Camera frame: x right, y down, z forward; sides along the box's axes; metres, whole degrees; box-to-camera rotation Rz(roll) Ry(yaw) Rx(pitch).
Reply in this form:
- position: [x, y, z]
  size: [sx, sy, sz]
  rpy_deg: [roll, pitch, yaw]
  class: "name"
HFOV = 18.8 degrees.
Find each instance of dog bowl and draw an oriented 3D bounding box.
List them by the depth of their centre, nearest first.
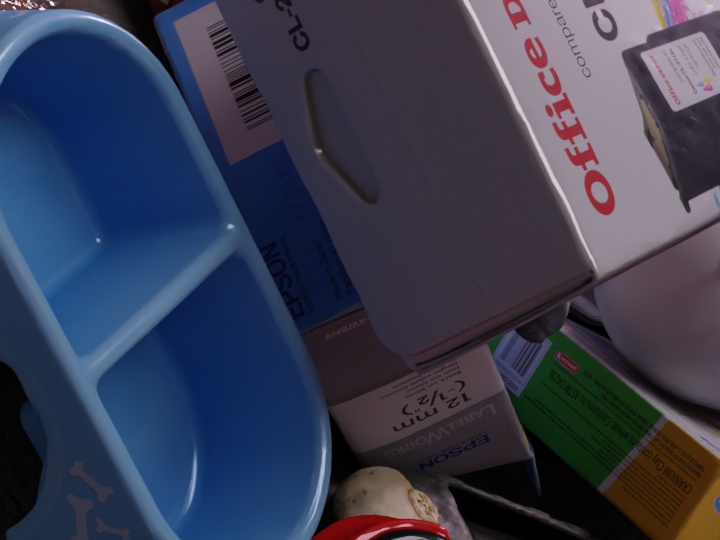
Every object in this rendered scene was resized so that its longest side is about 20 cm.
- position: [-0.073, 0.013, 0.639]
  size: [0.111, 0.049, 0.201]
  rpy_deg: [-45, 115, -47]
  class: "dog bowl"

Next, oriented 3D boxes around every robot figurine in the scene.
- position: [0.168, 0.004, 0.879]
  size: [0.200, 0.169, 0.113]
  rpy_deg: [16, 81, -51]
  class: "robot figurine"

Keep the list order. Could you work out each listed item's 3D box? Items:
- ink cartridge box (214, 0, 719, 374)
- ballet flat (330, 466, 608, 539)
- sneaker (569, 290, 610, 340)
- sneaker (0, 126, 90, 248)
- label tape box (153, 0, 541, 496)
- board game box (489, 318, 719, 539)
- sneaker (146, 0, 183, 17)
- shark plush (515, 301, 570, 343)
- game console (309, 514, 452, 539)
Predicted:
- position: [0.067, -0.072, 0.696]
  size: [0.200, 0.083, 0.146]
  rpy_deg: [-25, 88, -49]
  class: "ink cartridge box"
- position: [0.068, 0.105, 0.793]
  size: [0.200, 0.057, 0.067]
  rpy_deg: [23, 38, -38]
  class: "ballet flat"
- position: [0.141, -0.022, 1.036]
  size: [0.114, 0.076, 0.200]
  rpy_deg: [24, 29, -26]
  class: "sneaker"
- position: [-0.121, -0.023, 0.690]
  size: [0.200, 0.074, 0.089]
  rpy_deg: [30, 56, -46]
  class: "sneaker"
- position: [0.000, 0.000, 0.803]
  size: [0.200, 0.066, 0.144]
  rpy_deg: [67, -1, -60]
  class: "label tape box"
- position: [0.159, 0.091, 0.894]
  size: [0.200, 0.040, 0.153]
  rpy_deg: [26, 9, -35]
  class: "board game box"
- position: [-0.008, -0.092, 0.939]
  size: [0.199, 0.078, 0.116]
  rpy_deg: [-5, 66, -42]
  class: "sneaker"
- position: [0.033, -0.075, 0.753]
  size: [0.083, 0.090, 0.201]
  rpy_deg: [-61, 138, -51]
  class: "shark plush"
- position: [0.038, 0.182, 0.610]
  size: [0.200, 0.031, 0.177]
  rpy_deg: [35, 65, -21]
  class: "game console"
